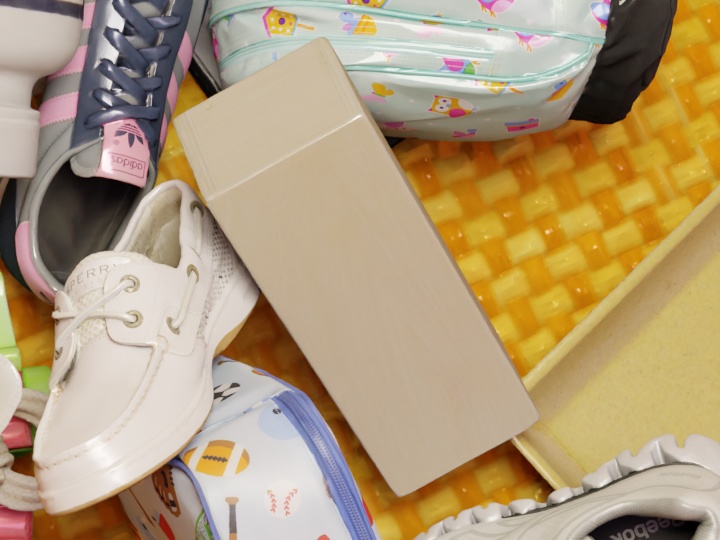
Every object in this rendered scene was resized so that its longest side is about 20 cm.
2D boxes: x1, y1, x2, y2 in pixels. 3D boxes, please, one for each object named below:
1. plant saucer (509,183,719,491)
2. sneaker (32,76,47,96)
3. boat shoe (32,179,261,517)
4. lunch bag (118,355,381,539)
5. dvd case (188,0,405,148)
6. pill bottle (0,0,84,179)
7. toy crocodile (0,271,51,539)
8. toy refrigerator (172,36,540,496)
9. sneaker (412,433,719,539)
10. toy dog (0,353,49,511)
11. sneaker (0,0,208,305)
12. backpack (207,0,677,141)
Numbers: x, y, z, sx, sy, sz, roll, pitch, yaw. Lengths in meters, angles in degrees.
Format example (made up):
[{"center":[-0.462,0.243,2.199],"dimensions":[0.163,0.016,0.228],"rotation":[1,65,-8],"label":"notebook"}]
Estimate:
[{"center":[0.187,0.078,1.317],"dimensions":[0.200,0.048,0.200],"rotation":[-43,92,-18],"label":"plant saucer"},{"center":[-0.151,-0.190,1.256],"dimensions":[0.112,0.073,0.200],"rotation":[-29,98,-8],"label":"sneaker"},{"center":[-0.096,0.026,1.120],"dimensions":[0.071,0.200,0.069],"rotation":[-20,111,19],"label":"boat shoe"},{"center":[-0.041,0.119,1.166],"dimensions":[0.075,0.200,0.161],"rotation":[-29,104,-13],"label":"lunch bag"},{"center":[0.006,-0.138,1.324],"dimensions":[0.200,0.018,0.143],"rotation":[-36,90,-19],"label":"dvd case"},{"center":[-0.167,-0.140,1.157],"dimensions":[0.111,0.111,0.201],"rotation":[4,91,-15],"label":"pill bottle"},{"center":[-0.161,0.098,1.209],"dimensions":[0.067,0.062,0.200],"rotation":[-2,80,-16],"label":"toy crocodile"},{"center":[0.000,0.000,1.207],"dimensions":[0.076,0.070,0.200],"rotation":[-29,130,3],"label":"toy refrigerator"},{"center":[0.077,0.137,1.230],"dimensions":[0.200,0.081,0.075],"rotation":[-29,97,11],"label":"sneaker"},{"center":[-0.192,0.041,1.123],"dimensions":[0.200,0.096,0.132],"rotation":[47,59,-7],"label":"toy dog"},{"center":[-0.101,-0.076,1.206],"dimensions":[0.070,0.082,0.200],"rotation":[10,109,-25],"label":"sneaker"},{"center":[0.033,-0.122,1.240],"dimensions":[0.199,0.167,0.127],"rotation":[4,74,-4],"label":"backpack"}]
